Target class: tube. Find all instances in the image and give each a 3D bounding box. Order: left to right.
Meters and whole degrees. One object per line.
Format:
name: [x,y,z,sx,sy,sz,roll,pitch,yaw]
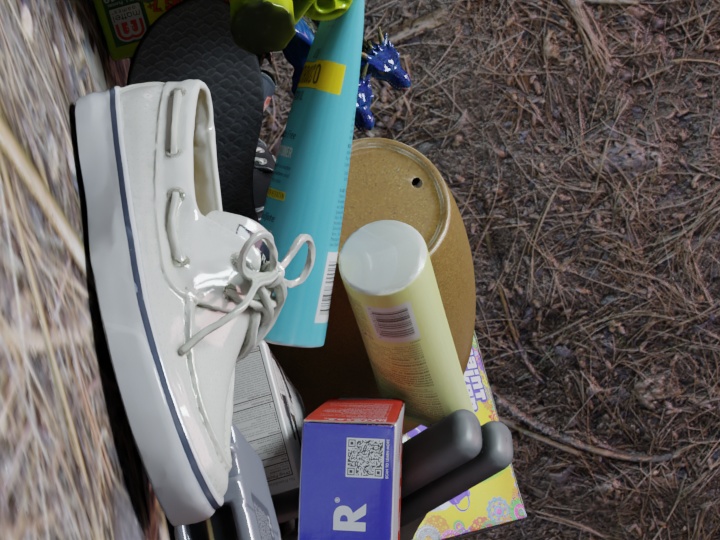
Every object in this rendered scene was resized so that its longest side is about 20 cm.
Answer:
tube: [-0.025,-0.061,0.757,0.077,0.050,0.203,-159,-100,-70]
tube: [0.030,0.048,0.834,0.201,0.051,0.058,71,-5,-52]

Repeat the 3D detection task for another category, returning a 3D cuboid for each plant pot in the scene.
plant pot: [0.000,0.000,0.928,0.200,0.184,0.188,102,-26,-68]

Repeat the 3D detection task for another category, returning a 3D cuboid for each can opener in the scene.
can opener: [0.021,0.155,0.893,0.052,0.200,0.067,21,45,-33]

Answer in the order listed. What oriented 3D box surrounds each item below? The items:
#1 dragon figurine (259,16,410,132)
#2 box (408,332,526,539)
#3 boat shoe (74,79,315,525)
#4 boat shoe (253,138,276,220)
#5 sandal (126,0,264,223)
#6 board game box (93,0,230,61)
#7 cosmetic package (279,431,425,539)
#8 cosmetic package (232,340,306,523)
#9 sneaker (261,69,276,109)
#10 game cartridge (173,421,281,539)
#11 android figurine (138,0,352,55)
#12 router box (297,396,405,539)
dragon figurine: [-0.038,-0.164,0.900,0.201,0.058,0.100,56,-21,16]
box: [0.022,0.144,1.197,0.192,0.121,0.202,-38,-116,58]
boat shoe: [-0.060,0.001,0.562,0.075,0.085,0.204,76,-2,-54]
boat shoe: [-0.098,-0.079,1.196,0.200,0.071,0.069,-113,-170,-68]
sandal: [-0.090,-0.058,0.784,0.043,0.075,0.202,-112,-163,-61]
board game box: [-0.106,-0.192,0.841,0.200,0.100,0.048,-106,-179,-63]
cosmetic package: [-0.027,0.106,1.036,0.090,0.105,0.202,103,-24,-66]
cosmetic package: [-0.056,0.102,0.816,0.200,0.050,0.084,79,-3,-77]
sneaker: [-0.088,-0.086,0.897,0.075,0.083,0.202,-110,-175,-79]
game cartridge: [-0.043,0.173,0.605,0.133,0.040,0.202,67,8,-72]
android figurine: [-0.081,-0.194,0.691,0.041,0.181,0.201,-47,-142,34]
router box: [-0.004,0.176,0.761,0.179,0.048,0.203,21,71,-87]
